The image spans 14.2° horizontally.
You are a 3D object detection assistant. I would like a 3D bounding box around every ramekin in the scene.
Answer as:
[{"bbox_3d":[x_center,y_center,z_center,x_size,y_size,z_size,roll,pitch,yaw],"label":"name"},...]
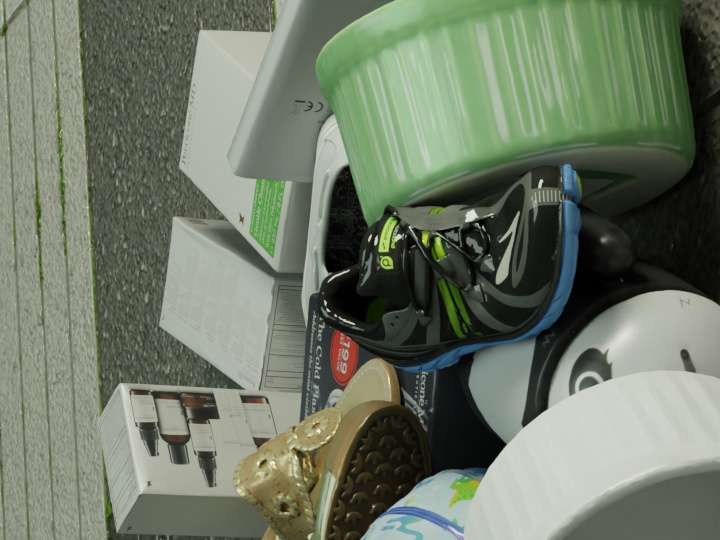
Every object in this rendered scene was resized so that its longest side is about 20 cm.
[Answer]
[{"bbox_3d":[0.082,-0.082,1.525,0.200,0.199,0.098,-36,63,59],"label":"ramekin"},{"bbox_3d":[0.143,0.145,1.364,0.098,0.199,0.202,-114,36,-57],"label":"ramekin"}]

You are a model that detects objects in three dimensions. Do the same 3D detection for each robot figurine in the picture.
[{"bbox_3d":[0.124,0.053,1.489,0.125,0.150,0.200,-53,28,-1],"label":"robot figurine"}]

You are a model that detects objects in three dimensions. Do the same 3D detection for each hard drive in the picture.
[{"bbox_3d":[0.009,-0.136,1.755,0.026,0.131,0.201,-113,35,-44],"label":"hard drive"}]

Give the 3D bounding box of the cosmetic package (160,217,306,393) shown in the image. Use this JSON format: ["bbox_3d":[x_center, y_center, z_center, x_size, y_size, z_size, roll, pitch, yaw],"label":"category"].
[{"bbox_3d":[-0.080,0.025,2.010,0.200,0.050,0.083,-149,67,-63],"label":"cosmetic package"}]

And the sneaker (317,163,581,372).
[{"bbox_3d":[0.044,0.000,1.448,0.199,0.082,0.071,-30,48,53],"label":"sneaker"}]

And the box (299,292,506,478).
[{"bbox_3d":[0.043,0.121,1.686,0.182,0.103,0.202,11,97,64],"label":"box"}]

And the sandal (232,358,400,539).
[{"bbox_3d":[-0.044,0.134,1.665,0.212,0.069,0.078,116,147,-41],"label":"sandal"}]

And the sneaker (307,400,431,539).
[{"bbox_3d":[-0.015,0.166,1.600,0.090,0.067,0.202,17,105,57],"label":"sneaker"}]

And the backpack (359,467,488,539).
[{"bbox_3d":[0.075,0.203,1.523,0.154,0.200,0.163,-51,10,-23],"label":"backpack"}]

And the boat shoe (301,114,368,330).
[{"bbox_3d":[0.000,0.000,1.787,0.069,0.071,0.201,-84,1,-57],"label":"boat shoe"}]

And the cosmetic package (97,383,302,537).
[{"bbox_3d":[-0.057,0.120,1.788,0.051,0.199,0.083,-55,39,47],"label":"cosmetic package"}]

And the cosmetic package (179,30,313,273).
[{"bbox_3d":[-0.046,-0.081,1.928,0.200,0.084,0.108,-139,53,-58],"label":"cosmetic package"}]
